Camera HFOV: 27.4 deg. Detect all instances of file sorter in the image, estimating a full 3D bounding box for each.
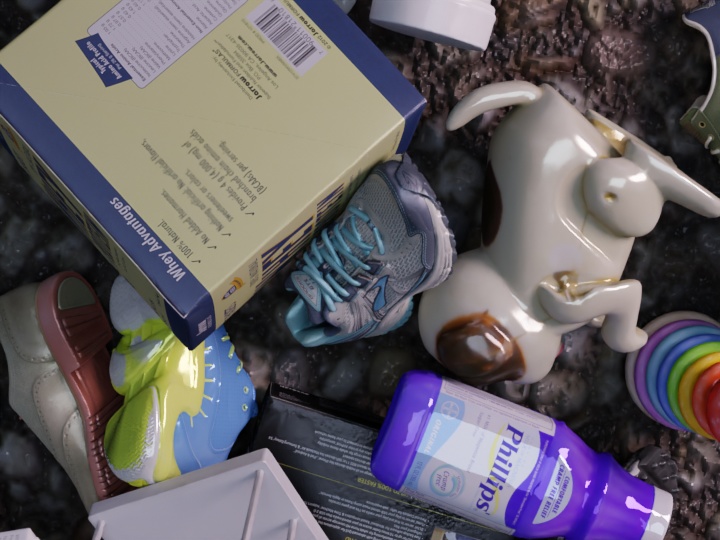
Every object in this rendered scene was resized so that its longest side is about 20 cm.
[{"bbox_3d":[-0.083,0.245,0.971,0.138,0.125,0.200,-20,119,19],"label":"file sorter"}]

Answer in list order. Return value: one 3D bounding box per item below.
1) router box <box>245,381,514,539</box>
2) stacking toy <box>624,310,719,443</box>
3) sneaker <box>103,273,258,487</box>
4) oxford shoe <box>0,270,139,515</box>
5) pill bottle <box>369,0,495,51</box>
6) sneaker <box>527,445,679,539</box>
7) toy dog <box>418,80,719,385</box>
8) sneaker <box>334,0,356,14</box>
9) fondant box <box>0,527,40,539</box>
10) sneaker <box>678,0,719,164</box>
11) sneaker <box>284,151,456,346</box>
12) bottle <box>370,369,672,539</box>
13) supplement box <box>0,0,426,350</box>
[{"bbox_3d":[0.006,0.182,1.057,0.199,0.051,0.150,18,97,-5],"label":"router box"},{"bbox_3d":[0.239,0.082,0.984,0.085,0.200,0.086,0,97,-3],"label":"stacking toy"},{"bbox_3d":[-0.121,0.056,1.037,0.105,0.076,0.201,22,72,-46],"label":"sneaker"},{"bbox_3d":[-0.202,0.101,1.041,0.074,0.071,0.201,-12,98,24],"label":"oxford shoe"},{"bbox_3d":[0.070,-0.253,0.983,0.112,0.112,0.201,15,96,-5],"label":"pill bottle"},{"bbox_3d":[0.153,0.205,1.060,0.066,0.090,0.200,47,68,-33],"label":"sneaker"},{"bbox_3d":[0.119,-0.010,0.993,0.193,0.140,0.200,26,103,-26],"label":"toy dog"},{"bbox_3d":[-0.074,-0.251,1.000,0.076,0.080,0.200,-51,117,-23],"label":"sneaker"},{"bbox_3d":[-0.299,0.253,0.936,0.199,0.145,0.058,-11,138,9],"label":"fondant box"},{"bbox_3d":[0.271,-0.100,1.040,0.089,0.067,0.201,-3,106,16],"label":"sneaker"},{"bbox_3d":[0.000,0.000,0.960,0.086,0.200,0.078,-22,68,-22],"label":"sneaker"},{"bbox_3d":[0.109,0.136,0.991,0.199,0.065,0.084,22,95,-1],"label":"bottle"},{"bbox_3d":[-0.102,-0.095,0.942,0.200,0.134,0.200,-42,84,-11],"label":"supplement box"}]
